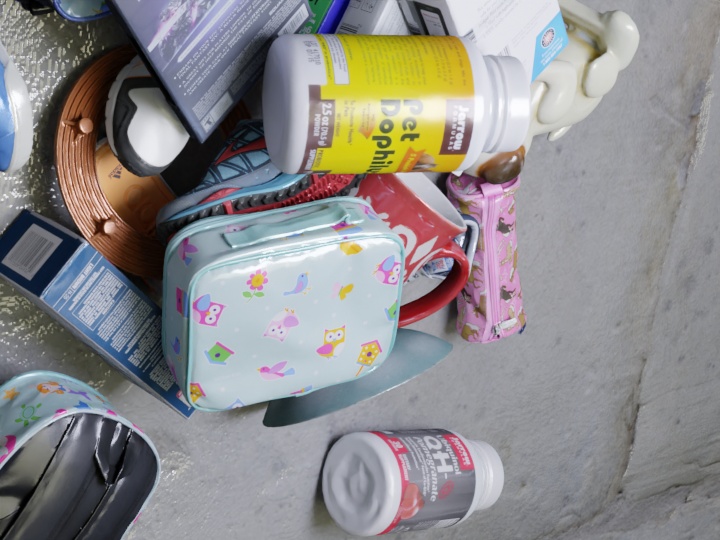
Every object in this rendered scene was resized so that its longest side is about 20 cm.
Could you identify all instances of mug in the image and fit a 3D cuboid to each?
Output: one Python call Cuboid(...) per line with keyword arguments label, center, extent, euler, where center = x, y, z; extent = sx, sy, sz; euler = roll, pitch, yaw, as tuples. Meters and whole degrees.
Cuboid(label="mug", center=(-0.003, 0.001, 1.160), extent=(0.178, 0.133, 0.200), euler=(43, 102, -5))

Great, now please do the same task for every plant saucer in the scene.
Cuboid(label="plant saucer", center=(-0.009, 0.094, 1.224), extent=(0.201, 0.201, 0.039), euler=(-24, 95, -33))

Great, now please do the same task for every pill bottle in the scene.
Cuboid(label="pill bottle", center=(0.064, 0.231, 1.391), extent=(0.200, 0.111, 0.111), euler=(4, 106, -44))
Cuboid(label="pill bottle", center=(0.028, -0.132, 0.996), extent=(0.200, 0.109, 0.109), euler=(-3, 113, -16))

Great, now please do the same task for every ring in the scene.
Cuboid(label="ring", center=(-0.161, -0.092, 1.052), extent=(0.200, 0.019, 0.201), euler=(1, 88, -41))

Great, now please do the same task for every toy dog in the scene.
Cuboid(label="toy dog", center=(0.158, -0.182, 1.292), extent=(0.200, 0.140, 0.194), euler=(-41, 159, -22))

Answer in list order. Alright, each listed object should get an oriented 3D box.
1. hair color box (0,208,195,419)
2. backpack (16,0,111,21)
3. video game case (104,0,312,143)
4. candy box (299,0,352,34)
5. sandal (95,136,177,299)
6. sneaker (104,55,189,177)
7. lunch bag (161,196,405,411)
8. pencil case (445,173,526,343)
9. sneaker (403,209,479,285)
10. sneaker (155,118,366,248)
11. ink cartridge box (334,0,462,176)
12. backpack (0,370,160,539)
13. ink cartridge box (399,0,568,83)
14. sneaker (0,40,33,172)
Cuboid(label="hair color box", center=(-0.211, 0.039, 1.056), extent=(0.061, 0.100, 0.200), euler=(-53, 135, -13))
Cuboid(label="backpack", center=(-0.174, -0.296, 0.905), extent=(0.183, 0.147, 0.200), euler=(-28, 122, -35))
Cuboid(label="video game case", center=(-0.106, -0.197, 0.922), extent=(0.143, 0.019, 0.200), euler=(-51, 156, -12))
Cuboid(label="candy box", center=(0.024, -0.254, 1.156), extent=(0.169, 0.077, 0.200), euler=(28, 88, -47))
Cuboid(label="sandal", center=(-0.167, -0.030, 1.094), extent=(0.079, 0.059, 0.207), euler=(-50, 135, -13))
Cuboid(label="sneaker", center=(-0.137, -0.165, 1.014), extent=(0.074, 0.080, 0.200), euler=(37, 67, -35))
Cuboid(label="lunch bag", center=(-0.061, 0.021, 1.031), extent=(0.200, 0.077, 0.161), euler=(-12, 124, -25))
Cuboid(label="pencil case", center=(0.136, -0.019, 1.358), extent=(0.083, 0.086, 0.200), euler=(-32, 128, -37))
Cuboid(label="sneaker", center=(0.034, 0.000, 1.257), extent=(0.200, 0.108, 0.070), euler=(-45, 134, -20))
Cuboid(label="sneaker", center=(-0.091, -0.079, 1.063), extent=(0.200, 0.096, 0.079), euler=(-27, 149, -21))
Cuboid(label="ink cartridge box", center=(0.058, -0.192, 1.136), extent=(0.200, 0.047, 0.160), euler=(25, 91, -51))
Cuboid(label="backpack", center=(-0.271, 0.183, 1.030), extent=(0.200, 0.151, 0.178), euler=(-52, 138, -2))
Cuboid(label="ink cartridge box", center=(0.097, -0.240, 1.062), extent=(0.116, 0.068, 0.200), euler=(-47, 137, -19))
Cuboid(label="sneaker", center=(-0.310, -0.152, 0.892), extent=(0.111, 0.077, 0.200), euler=(-30, 123, -37))
